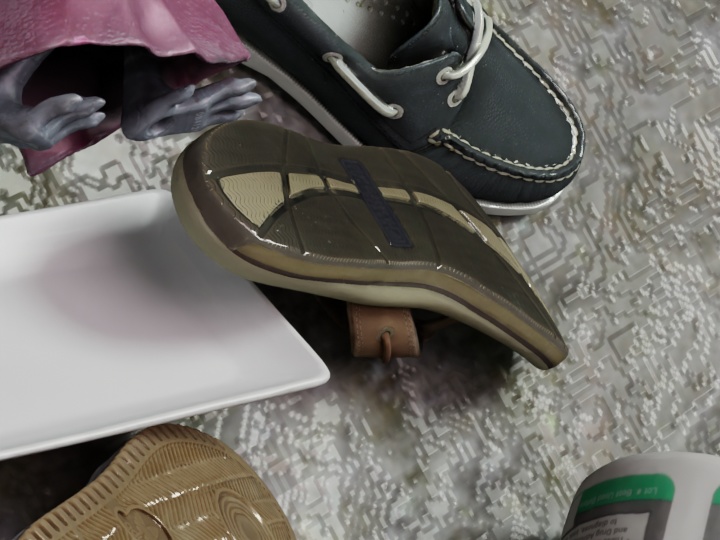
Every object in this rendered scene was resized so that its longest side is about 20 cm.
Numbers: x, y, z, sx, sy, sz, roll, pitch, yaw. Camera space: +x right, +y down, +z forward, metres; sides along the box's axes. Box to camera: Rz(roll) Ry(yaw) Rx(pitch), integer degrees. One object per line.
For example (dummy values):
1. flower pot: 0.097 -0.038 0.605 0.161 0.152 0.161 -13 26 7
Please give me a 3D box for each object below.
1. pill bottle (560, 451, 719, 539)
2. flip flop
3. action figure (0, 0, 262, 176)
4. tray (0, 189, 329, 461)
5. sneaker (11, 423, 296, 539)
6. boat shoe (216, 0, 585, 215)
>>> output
1. pill bottle: 0.105 0.173 0.967 0.113 0.113 0.200 31 59 -22
2. flip flop: 0.000 0.000 0.985 0.200 0.058 0.081 13 39 -50
3. action figure: -0.111 -0.126 0.868 0.149 0.134 0.200 -26 79 3
4. tray: -0.117 0.026 0.900 0.200 0.022 0.107 -11 46 -37
5. sneaker: -0.096 0.116 0.884 0.071 0.112 0.200 51 20 7
6. boat shoe: 0.010 -0.085 1.026 0.200 0.060 0.076 26 60 -25
